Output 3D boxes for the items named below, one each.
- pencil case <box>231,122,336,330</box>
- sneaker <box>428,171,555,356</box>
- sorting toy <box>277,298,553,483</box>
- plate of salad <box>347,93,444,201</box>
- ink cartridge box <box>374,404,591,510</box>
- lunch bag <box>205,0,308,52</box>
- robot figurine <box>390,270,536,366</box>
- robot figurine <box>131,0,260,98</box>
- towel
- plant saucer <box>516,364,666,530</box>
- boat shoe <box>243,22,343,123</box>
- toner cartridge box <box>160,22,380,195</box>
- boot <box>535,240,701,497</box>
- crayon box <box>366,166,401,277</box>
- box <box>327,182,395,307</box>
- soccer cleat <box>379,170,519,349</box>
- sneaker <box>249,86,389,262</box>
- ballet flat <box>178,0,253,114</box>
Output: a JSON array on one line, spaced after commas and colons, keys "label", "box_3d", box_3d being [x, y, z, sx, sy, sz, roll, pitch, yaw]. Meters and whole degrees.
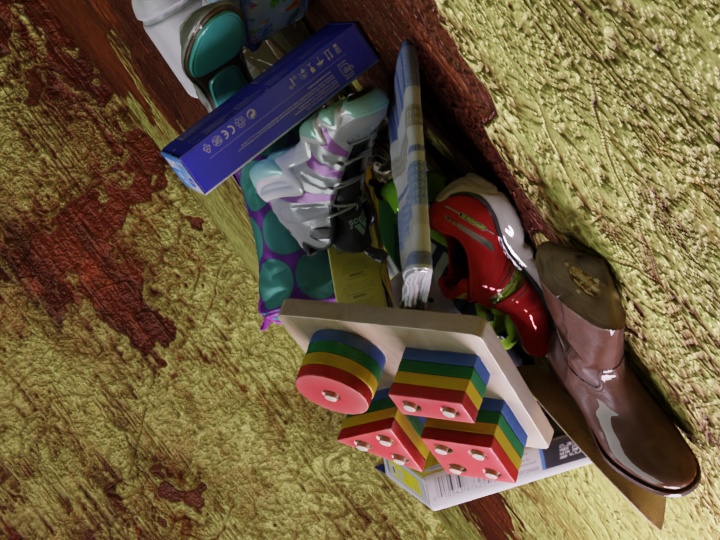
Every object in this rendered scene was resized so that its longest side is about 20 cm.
[{"label": "pencil case", "box_3d": [-0.079, -0.047, 1.521, 0.085, 0.092, 0.201, 54, -158, -80]}, {"label": "sneaker", "box_3d": [0.111, 0.005, 1.334, 0.200, 0.085, 0.077, 59, 171, -30]}, {"label": "sorting toy", "box_3d": [0.043, 0.113, 1.335, 0.198, 0.070, 0.200, 5, 149, 30]}, {"label": "plate of salad", "box_3d": [0.040, -0.084, 1.477, 0.200, 0.048, 0.200, 52, 172, 10]}, {"label": "ink cartridge box", "box_3d": [0.129, 0.184, 1.589, 0.200, 0.197, 0.047, -156, 51, -71]}, {"label": "lunch bag", "box_3d": [-0.120, -0.302, 1.366, 0.161, 0.082, 0.200, 54, 170, 12]}, {"label": "robot figurine", "box_3d": [0.095, 0.081, 1.525, 0.200, 0.150, 0.125, 47, -156, -32]}, {"label": "robot figurine", "box_3d": [-0.170, -0.267, 1.635, 0.200, 0.113, 0.169, 56, 161, -21]}, {"label": "towel", "box_3d": [0.040, -0.072, 1.262, 0.147, 0.024, 0.201, 94, 174, -74]}, {"label": "plant saucer", "box_3d": [0.221, 0.153, 1.398, 0.200, 0.035, 0.200, 47, -176, -4]}, {"label": "boat shoe", "box_3d": [-0.065, -0.208, 1.530, 0.201, 0.063, 0.073, 50, 145, -14]}, {"label": "toner cartridge box", "box_3d": [-0.083, -0.148, 1.368, 0.043, 0.200, 0.095, 54, 172, -16]}, {"label": "boot", "box_3d": [0.209, 0.080, 1.226, 0.186, 0.064, 0.200, 46, 164, 27]}, {"label": "crayon box", "box_3d": [-0.003, -0.088, 1.670, 0.200, 0.051, 0.127, 58, 170, -30]}, {"label": "box", "box_3d": [0.000, 0.000, 1.455, 0.075, 0.050, 0.200, 67, -171, -48]}, {"label": "soccer cleat", "box_3d": [0.089, -0.011, 1.403, 0.081, 0.068, 0.200, 7, 135, 53]}, {"label": "sneaker", "box_3d": [-0.009, -0.073, 1.369, 0.140, 0.078, 0.200, 60, 146, 2]}, {"label": "ballet flat", "box_3d": [-0.139, -0.200, 1.379, 0.064, 0.067, 0.200, 52, 169, 18]}]
